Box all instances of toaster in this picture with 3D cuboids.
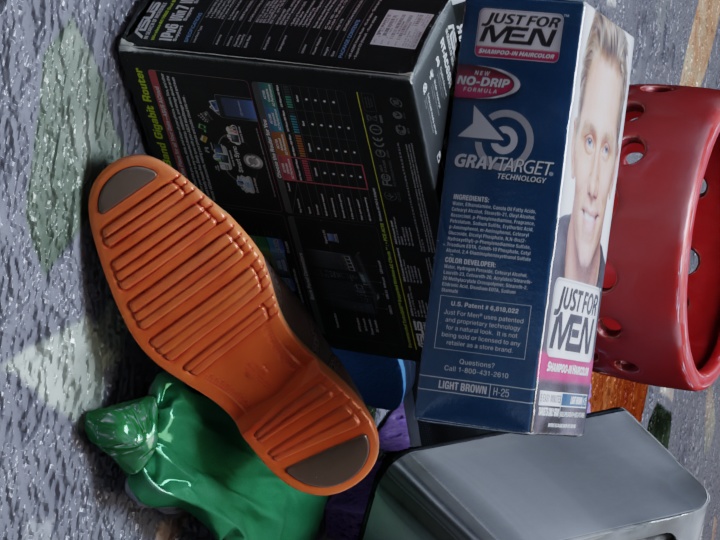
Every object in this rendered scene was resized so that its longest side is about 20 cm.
[{"bbox_3d":[0.083,0.182,1.266,0.200,0.119,0.181,-7,120,-33],"label":"toaster"}]

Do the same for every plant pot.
[{"bbox_3d":[0.159,-0.028,1.549,0.200,0.182,0.201,7,90,-70],"label":"plant pot"}]

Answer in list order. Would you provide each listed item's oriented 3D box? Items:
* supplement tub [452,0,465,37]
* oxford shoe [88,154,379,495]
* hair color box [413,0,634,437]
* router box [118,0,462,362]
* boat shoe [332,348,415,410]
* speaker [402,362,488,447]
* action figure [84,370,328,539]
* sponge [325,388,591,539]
[{"bbox_3d":[0.041,-0.157,1.285,0.200,0.122,0.123,76,30,-44],"label":"supplement tub"},{"bbox_3d":[-0.065,0.020,1.113,0.200,0.071,0.073,56,7,-24],"label":"oxford shoe"},{"bbox_3d":[0.079,-0.024,1.095,0.100,0.060,0.200,11,85,-70],"label":"hair color box"},{"bbox_3d":[-0.019,-0.046,1.127,0.200,0.150,0.062,76,29,-44],"label":"router box"},{"bbox_3d":[0.000,0.000,1.285,0.200,0.084,0.069,74,36,-50],"label":"boat shoe"},{"bbox_3d":[0.057,0.028,1.373,0.081,0.081,0.200,3,77,-69],"label":"speaker"},{"bbox_3d":[-0.075,0.092,1.161,0.200,0.055,0.118,27,73,-61],"label":"action figure"},{"bbox_3d":[0.065,0.118,1.452,0.200,0.111,0.030,-51,147,-54],"label":"sponge"}]
